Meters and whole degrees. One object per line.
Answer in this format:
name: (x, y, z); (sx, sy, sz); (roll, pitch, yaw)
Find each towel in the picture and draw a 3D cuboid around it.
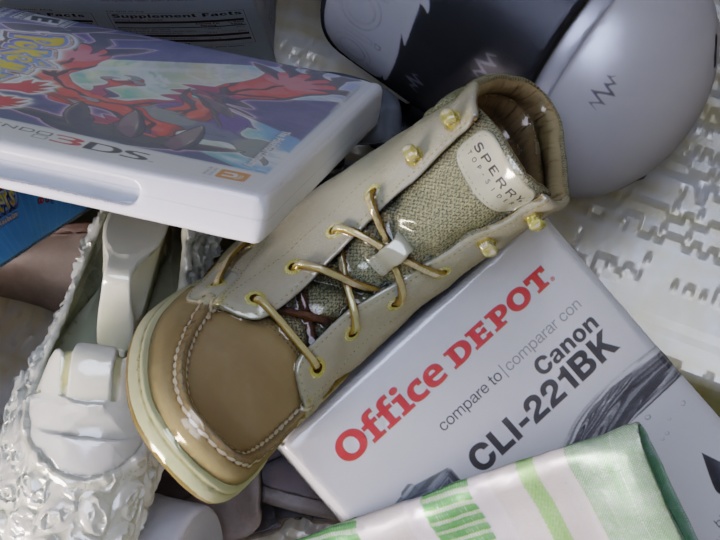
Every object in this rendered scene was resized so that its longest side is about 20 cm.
towel: (0.050, 0.156, 0.968); (0.200, 0.023, 0.153); (-21, 104, 25)

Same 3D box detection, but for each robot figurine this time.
robot figurine: (0.064, -0.119, 1.092); (0.200, 0.150, 0.125); (35, 61, 13)

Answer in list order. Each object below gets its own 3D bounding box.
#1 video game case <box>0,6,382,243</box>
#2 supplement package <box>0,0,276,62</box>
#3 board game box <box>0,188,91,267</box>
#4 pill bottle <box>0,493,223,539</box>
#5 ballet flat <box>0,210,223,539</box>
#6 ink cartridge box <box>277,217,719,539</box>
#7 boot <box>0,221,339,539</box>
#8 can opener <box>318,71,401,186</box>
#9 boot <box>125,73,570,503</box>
video game case: (-0.099, -0.064, 0.984); (0.182, 0.200, 0.023); (12, 108, 9)
supplement package: (-0.115, -0.212, 1.090); (0.147, 0.200, 0.192); (1, 76, 6)
board game box: (-0.228, -0.016, 1.031); (0.200, 0.196, 0.056); (-13, 101, 18)
pill bottle: (-0.166, 0.127, 1.044); (0.200, 0.120, 0.120); (9, 77, 14)
ballet flat: (-0.104, 0.029, 0.998); (0.072, 0.072, 0.200); (8, 57, 7)
ink cartridge box: (0.078, 0.093, 1.026); (0.144, 0.084, 0.200); (-42, 95, -5)
boot: (-0.084, 0.052, 1.094); (0.200, 0.070, 0.147); (-4, 84, 12)
can opener: (-0.075, -0.056, 1.114); (0.200, 0.053, 0.067); (0, 98, 13)
boot: (0.000, 0.000, 0.950); (0.155, 0.200, 0.072); (-33, 101, 27)
